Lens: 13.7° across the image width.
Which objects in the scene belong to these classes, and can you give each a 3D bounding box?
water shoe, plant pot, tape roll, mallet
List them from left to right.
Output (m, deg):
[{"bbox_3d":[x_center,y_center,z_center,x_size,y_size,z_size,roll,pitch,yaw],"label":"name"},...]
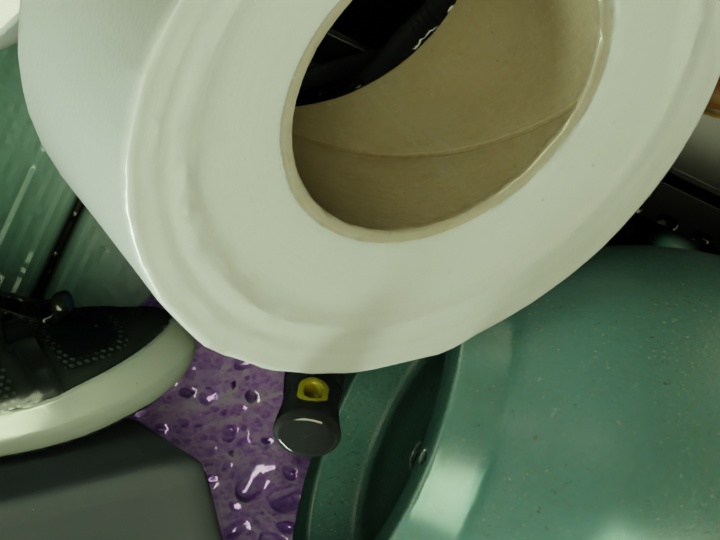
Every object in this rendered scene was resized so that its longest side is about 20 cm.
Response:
[{"bbox_3d":[-0.153,0.020,0.935,0.199,0.072,0.079,-9,101,-2],"label":"water shoe"},{"bbox_3d":[0.000,0.000,0.939,0.066,0.200,0.041,6,120,-8],"label":"mallet"},{"bbox_3d":[0.009,-0.071,0.834,0.202,0.071,0.203,-20,135,-22],"label":"tape roll"},{"bbox_3d":[0.061,0.075,0.943,0.134,0.200,0.201,23,103,-17],"label":"plant pot"}]

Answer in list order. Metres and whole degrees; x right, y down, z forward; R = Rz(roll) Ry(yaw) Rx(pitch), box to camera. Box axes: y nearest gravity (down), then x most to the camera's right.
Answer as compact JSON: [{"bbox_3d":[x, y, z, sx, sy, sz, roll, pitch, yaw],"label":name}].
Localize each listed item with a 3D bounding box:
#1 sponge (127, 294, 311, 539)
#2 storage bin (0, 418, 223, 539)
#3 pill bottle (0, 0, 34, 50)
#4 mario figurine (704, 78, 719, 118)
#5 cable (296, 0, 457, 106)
[{"bbox_3d":[-0.022,0.096,1.025,0.111,0.030,0.200,-37,103,-17],"label":"sponge"},{"bbox_3d":[-0.123,0.128,0.924,0.199,0.145,0.135,-11,101,-19],"label":"storage bin"},{"bbox_3d":[-0.125,-0.123,0.901,0.109,0.200,0.110,0,104,-1],"label":"pill bottle"},{"bbox_3d":[0.118,-0.155,0.940,0.105,0.124,0.201,-9,119,-13],"label":"mario figurine"},{"bbox_3d":[0.007,-0.104,0.893,0.162,0.051,0.200,-2,138,-22],"label":"cable"}]
